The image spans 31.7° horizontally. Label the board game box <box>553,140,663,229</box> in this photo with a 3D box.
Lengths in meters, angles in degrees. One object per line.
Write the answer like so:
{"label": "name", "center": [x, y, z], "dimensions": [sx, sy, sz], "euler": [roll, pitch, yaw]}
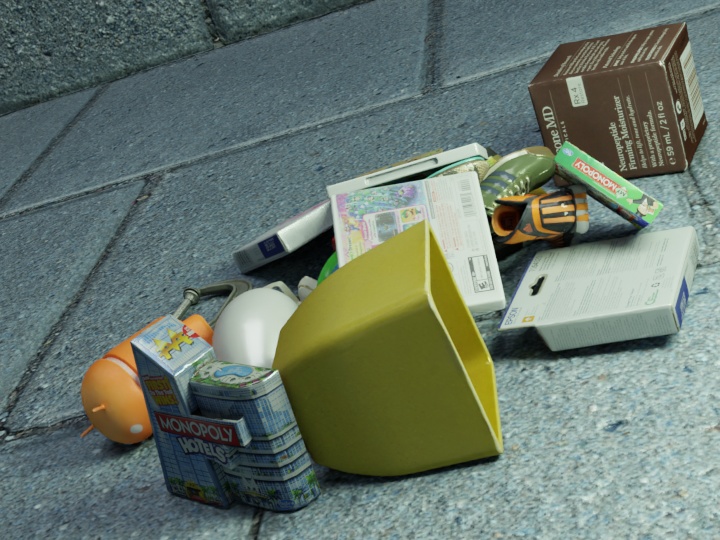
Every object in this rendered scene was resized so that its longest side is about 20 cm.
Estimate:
{"label": "board game box", "center": [0.296, -0.100, 1.536], "dimensions": [0.029, 0.134, 0.200], "euler": [-55, -8, 5]}

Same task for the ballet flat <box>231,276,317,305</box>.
{"label": "ballet flat", "center": [-0.087, 0.046, 1.675], "dimensions": [0.198, 0.072, 0.069], "euler": [-9, 24, 24]}

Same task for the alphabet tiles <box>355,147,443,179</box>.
{"label": "alphabet tiles", "center": [0.056, -0.126, 1.761], "dimensions": [0.198, 0.006, 0.167], "euler": [-18, 19, 5]}

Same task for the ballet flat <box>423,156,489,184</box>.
{"label": "ballet flat", "center": [0.071, -0.078, 1.579], "dimensions": [0.198, 0.068, 0.076], "euler": [-15, 67, 9]}

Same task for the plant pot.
{"label": "plant pot", "center": [0.018, 0.098, 1.329], "dimensions": [0.199, 0.197, 0.195], "euler": [-21, 22, 12]}

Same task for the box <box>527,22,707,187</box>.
{"label": "box", "center": [0.372, -0.236, 1.814], "dimensions": [0.199, 0.167, 0.164], "euler": [-6, 26, 30]}

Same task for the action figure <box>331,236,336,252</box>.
{"label": "action figure", "center": [0.059, -0.036, 1.774], "dimensions": [0.199, 0.052, 0.065], "euler": [3, 36, 34]}

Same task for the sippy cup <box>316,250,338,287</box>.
{"label": "sippy cup", "center": [0.033, 0.043, 1.525], "dimensions": [0.178, 0.140, 0.130], "euler": [-46, 37, -5]}

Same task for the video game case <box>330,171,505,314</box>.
{"label": "video game case", "center": [0.063, -0.024, 1.477], "dimensions": [0.180, 0.024, 0.201], "euler": [-9, 51, 2]}

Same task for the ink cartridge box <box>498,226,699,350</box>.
{"label": "ink cartridge box", "center": [0.276, 0.022, 1.450], "dimensions": [0.199, 0.044, 0.197], "euler": [-11, 23, 27]}

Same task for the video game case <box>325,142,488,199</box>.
{"label": "video game case", "center": [0.063, -0.126, 1.645], "dimensions": [0.198, 0.018, 0.143], "euler": [-16, -1, 11]}

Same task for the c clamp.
{"label": "c clamp", "center": [-0.247, 0.065, 1.820], "dimensions": [0.170, 0.027, 0.200], "euler": [-8, 26, 28]}

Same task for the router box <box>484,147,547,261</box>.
{"label": "router box", "center": [0.142, -0.073, 1.711], "dimensions": [0.199, 0.053, 0.157], "euler": [-27, 46, -20]}

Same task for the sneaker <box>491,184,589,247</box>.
{"label": "sneaker", "center": [0.218, -0.068, 1.581], "dimensions": [0.111, 0.078, 0.200], "euler": [-6, -8, 3]}

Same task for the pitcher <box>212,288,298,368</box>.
{"label": "pitcher", "center": [-0.136, 0.123, 1.506], "dimensions": [0.171, 0.121, 0.201], "euler": [-30, 31, 15]}

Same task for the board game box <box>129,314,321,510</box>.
{"label": "board game box", "center": [-0.155, 0.150, 1.325], "dimensions": [0.199, 0.201, 0.062], "euler": [3, 31, 44]}

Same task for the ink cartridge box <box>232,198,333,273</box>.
{"label": "ink cartridge box", "center": [-0.075, -0.071, 1.892], "dimensions": [0.199, 0.044, 0.196], "euler": [-33, 6, -26]}

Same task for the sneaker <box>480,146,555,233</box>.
{"label": "sneaker", "center": [0.173, -0.085, 1.632], "dimensions": [0.199, 0.067, 0.090], "euler": [-22, 45, -5]}

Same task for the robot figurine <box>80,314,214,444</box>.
{"label": "robot figurine", "center": [-0.259, 0.136, 1.560], "dimensions": [0.143, 0.117, 0.200], "euler": [13, 37, 42]}
